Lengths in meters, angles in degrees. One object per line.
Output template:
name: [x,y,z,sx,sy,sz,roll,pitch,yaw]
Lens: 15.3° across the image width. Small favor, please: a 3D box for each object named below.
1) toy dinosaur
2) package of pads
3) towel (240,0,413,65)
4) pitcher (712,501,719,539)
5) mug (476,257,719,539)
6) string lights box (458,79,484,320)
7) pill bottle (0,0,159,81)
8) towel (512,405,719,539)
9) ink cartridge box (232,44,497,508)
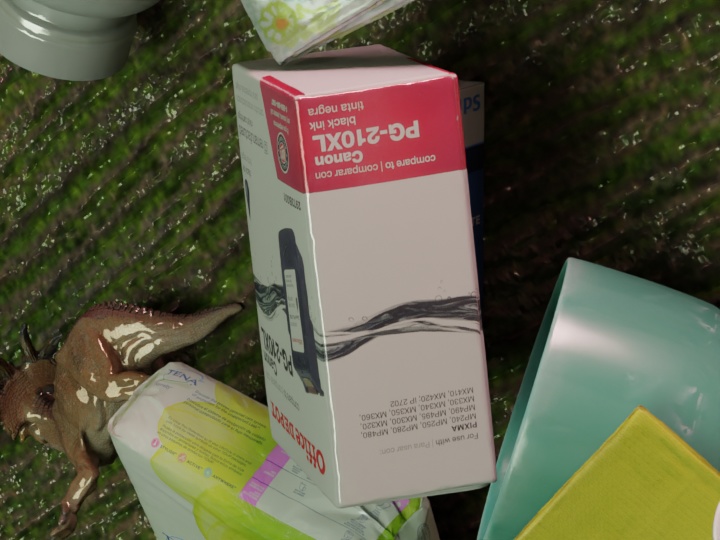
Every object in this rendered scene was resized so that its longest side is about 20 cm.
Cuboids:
toy dinosaur: [-0.159,0.065,1.593,0.136,0.086,0.200,55,126,23]
package of pads: [-0.040,0.147,1.479,0.199,0.068,0.155,25,150,33]
towel: [-0.016,-0.216,1.257,0.171,0.048,0.201,-24,94,31]
pitcher: [0.232,0.188,1.185,0.121,0.200,0.172,-19,62,14]
mug: [0.126,0.098,1.292,0.114,0.152,0.186,17,102,2]
string lights box: [0.011,-0.006,1.431,0.102,0.059,0.201,13,111,40]
pill bottle: [-0.145,-0.211,1.468,0.113,0.112,0.201,37,125,27]
towel: [0.091,0.160,1.222,0.086,0.018,0.200,40,100,-9]
ink cartridge box: [0.000,0.000,1.304,0.145,0.084,0.201,-144,47,-72]
